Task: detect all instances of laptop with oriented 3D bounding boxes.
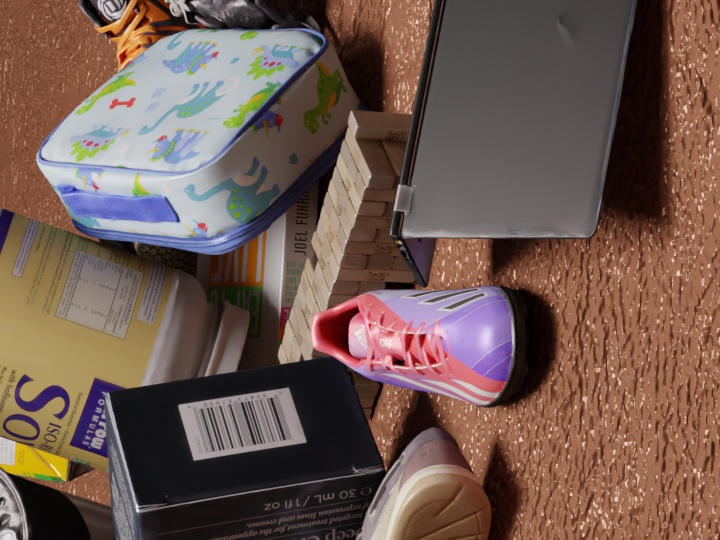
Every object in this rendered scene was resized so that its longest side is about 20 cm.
[{"bbox_3d":[0.090,-0.093,1.416,0.200,0.115,0.188,59,-138,-75],"label":"laptop"}]

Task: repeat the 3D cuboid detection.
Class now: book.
[{"bbox_3d":[-0.067,-0.021,1.845,0.133,0.048,0.201,-2,84,64],"label":"book"}]

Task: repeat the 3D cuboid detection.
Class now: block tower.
[{"bbox_3d":[0.000,0.000,1.633,0.058,0.054,0.201,-114,33,-50],"label":"block tower"}]

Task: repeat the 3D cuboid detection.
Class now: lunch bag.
[{"bbox_3d":[-0.107,-0.084,1.731,0.200,0.161,0.083,5,133,48],"label":"lunch bag"}]

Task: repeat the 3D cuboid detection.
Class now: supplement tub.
[{"bbox_3d":[-0.187,0.052,1.766,0.145,0.199,0.146,-161,90,-83],"label":"supplement tub"}]

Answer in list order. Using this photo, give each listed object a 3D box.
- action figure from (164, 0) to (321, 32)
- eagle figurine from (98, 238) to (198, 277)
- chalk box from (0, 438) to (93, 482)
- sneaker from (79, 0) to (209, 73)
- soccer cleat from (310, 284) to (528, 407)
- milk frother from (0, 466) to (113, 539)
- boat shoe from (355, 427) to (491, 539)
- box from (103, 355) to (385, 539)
[{"bbox_3d":[-0.094,-0.207,1.833,0.102,0.199,0.119,-56,-21,-24],"label":"action figure"},{"bbox_3d":[-0.158,0.032,1.934,0.152,0.150,0.200,53,127,40],"label":"eagle figurine"},{"bbox_3d":[-0.244,0.085,2.128,0.200,0.123,0.125,-20,-63,-72],"label":"chalk box"},{"bbox_3d":[-0.166,-0.150,1.915,0.077,0.112,0.200,-29,23,34],"label":"sneaker"},{"bbox_3d":[0.035,0.040,1.502,0.200,0.073,0.069,-178,92,-70],"label":"soccer cleat"},{"bbox_3d":[-0.241,0.165,1.719,0.180,0.188,0.201,-22,66,21],"label":"milk frother"},{"bbox_3d":[0.026,0.174,1.520,0.065,0.072,0.201,-92,14,-50],"label":"boat shoe"},{"bbox_3d":[-0.069,0.168,1.597,0.107,0.148,0.201,-112,17,-48],"label":"box"}]
